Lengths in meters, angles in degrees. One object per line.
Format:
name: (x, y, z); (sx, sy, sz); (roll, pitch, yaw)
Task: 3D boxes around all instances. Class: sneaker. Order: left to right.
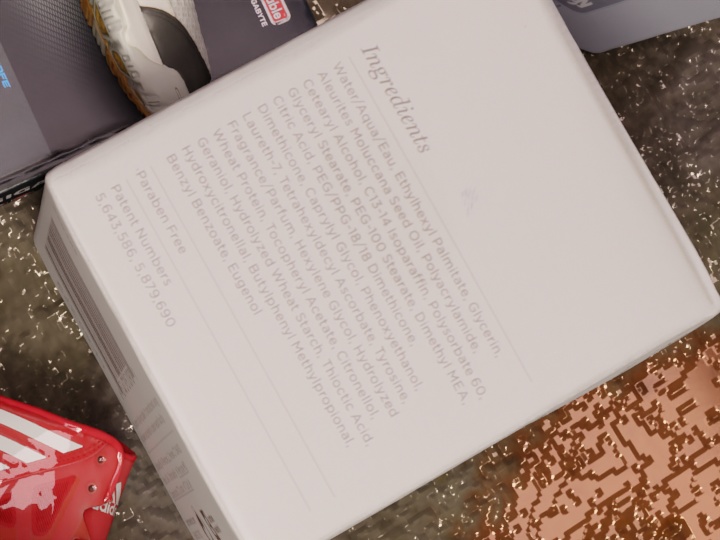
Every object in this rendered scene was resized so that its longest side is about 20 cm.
sneaker: (-0.111, 0.130, 1.116); (0.115, 0.078, 0.200); (-40, 91, -10)
sneaker: (-0.079, -0.159, 1.112); (0.087, 0.076, 0.201); (-15, 85, -11)

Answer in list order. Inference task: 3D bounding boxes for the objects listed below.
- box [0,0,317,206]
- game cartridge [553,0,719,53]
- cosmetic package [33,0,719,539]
box: (-0.126, -0.143, 1.165); (0.158, 0.046, 0.201); (-24, 86, -11)
game cartridge: (0.056, -0.147, 1.126); (0.199, 0.133, 0.041); (26, 63, -33)
cosmetic package: (0.000, 0.000, 1.104); (0.199, 0.165, 0.166); (-29, 87, -10)
